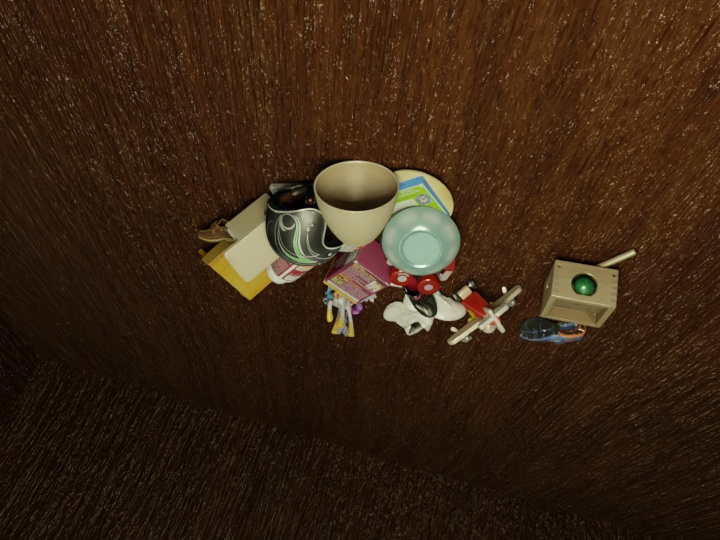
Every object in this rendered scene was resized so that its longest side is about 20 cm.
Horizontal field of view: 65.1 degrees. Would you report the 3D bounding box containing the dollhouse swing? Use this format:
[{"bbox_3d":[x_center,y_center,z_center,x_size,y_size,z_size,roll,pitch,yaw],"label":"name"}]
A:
[{"bbox_3d":[-0.410,-0.035,1.864,0.181,0.176,0.200,-40,127,4],"label":"dollhouse swing"}]

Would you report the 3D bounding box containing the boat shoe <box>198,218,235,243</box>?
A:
[{"bbox_3d":[-0.419,-0.126,1.716,0.198,0.072,0.069,4,113,33],"label":"boat shoe"}]

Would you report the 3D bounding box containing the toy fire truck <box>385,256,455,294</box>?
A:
[{"bbox_3d":[0.170,-0.038,1.517,0.197,0.113,0.169,16,138,-14],"label":"toy fire truck"}]

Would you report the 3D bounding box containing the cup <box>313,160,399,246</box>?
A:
[{"bbox_3d":[-0.008,-0.145,1.340,0.197,0.202,0.144,10,135,11],"label":"cup"}]

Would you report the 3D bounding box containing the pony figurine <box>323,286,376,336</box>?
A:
[{"bbox_3d":[-0.049,0.102,1.786,0.164,0.203,0.193,-4,158,18],"label":"pony figurine"}]

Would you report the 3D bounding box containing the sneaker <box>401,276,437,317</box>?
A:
[{"bbox_3d":[0.161,0.069,1.643,0.076,0.084,0.201,-23,118,23],"label":"sneaker"}]

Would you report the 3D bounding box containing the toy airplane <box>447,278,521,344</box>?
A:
[{"bbox_3d":[0.353,0.127,1.595,0.198,0.200,0.142,-11,128,34],"label":"toy airplane"}]

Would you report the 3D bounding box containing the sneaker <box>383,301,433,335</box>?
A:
[{"bbox_3d":[0.148,0.158,1.818,0.198,0.100,0.078,-5,145,42],"label":"sneaker"}]

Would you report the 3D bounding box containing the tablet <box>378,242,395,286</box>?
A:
[{"bbox_3d":[0.116,-0.010,1.675,0.128,0.014,0.201,8,146,14],"label":"tablet"}]

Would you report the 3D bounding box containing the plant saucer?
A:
[{"bbox_3d":[0.152,-0.062,1.415,0.198,0.039,0.203,2,123,3],"label":"plant saucer"}]

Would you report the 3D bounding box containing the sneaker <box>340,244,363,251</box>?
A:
[{"bbox_3d":[-0.007,-0.123,1.508,0.076,0.083,0.200,13,143,-34],"label":"sneaker"}]

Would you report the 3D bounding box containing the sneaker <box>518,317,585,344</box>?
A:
[{"bbox_3d":[0.578,0.191,1.702,0.198,0.076,0.079,-1,146,29],"label":"sneaker"}]

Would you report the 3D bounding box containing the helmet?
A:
[{"bbox_3d":[-0.143,-0.105,1.448,0.197,0.201,0.193,4,127,19],"label":"helmet"}]

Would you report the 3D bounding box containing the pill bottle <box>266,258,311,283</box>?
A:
[{"bbox_3d":[-0.205,-0.034,1.698,0.112,0.114,0.199,31,144,-21],"label":"pill bottle"}]

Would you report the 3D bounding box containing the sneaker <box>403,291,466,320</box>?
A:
[{"bbox_3d":[0.234,0.092,1.721,0.197,0.076,0.089,11,127,-2],"label":"sneaker"}]

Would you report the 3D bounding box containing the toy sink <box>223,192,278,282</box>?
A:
[{"bbox_3d":[-0.289,-0.092,1.560,0.112,0.200,0.131,41,169,43],"label":"toy sink"}]

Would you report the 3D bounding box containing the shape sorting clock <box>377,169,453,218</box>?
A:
[{"bbox_3d":[0.133,-0.175,1.401,0.197,0.040,0.201,12,149,8],"label":"shape sorting clock"}]

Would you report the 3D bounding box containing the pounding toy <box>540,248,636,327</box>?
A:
[{"bbox_3d":[0.578,0.037,1.444,0.181,0.144,0.201,10,157,12],"label":"pounding toy"}]

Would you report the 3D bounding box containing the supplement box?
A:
[{"bbox_3d":[0.000,0.000,1.646,0.130,0.104,0.199,35,147,-17],"label":"supplement box"}]

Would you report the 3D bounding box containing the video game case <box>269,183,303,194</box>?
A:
[{"bbox_3d":[-0.134,-0.182,1.536,0.197,0.018,0.144,3,145,21],"label":"video game case"}]
